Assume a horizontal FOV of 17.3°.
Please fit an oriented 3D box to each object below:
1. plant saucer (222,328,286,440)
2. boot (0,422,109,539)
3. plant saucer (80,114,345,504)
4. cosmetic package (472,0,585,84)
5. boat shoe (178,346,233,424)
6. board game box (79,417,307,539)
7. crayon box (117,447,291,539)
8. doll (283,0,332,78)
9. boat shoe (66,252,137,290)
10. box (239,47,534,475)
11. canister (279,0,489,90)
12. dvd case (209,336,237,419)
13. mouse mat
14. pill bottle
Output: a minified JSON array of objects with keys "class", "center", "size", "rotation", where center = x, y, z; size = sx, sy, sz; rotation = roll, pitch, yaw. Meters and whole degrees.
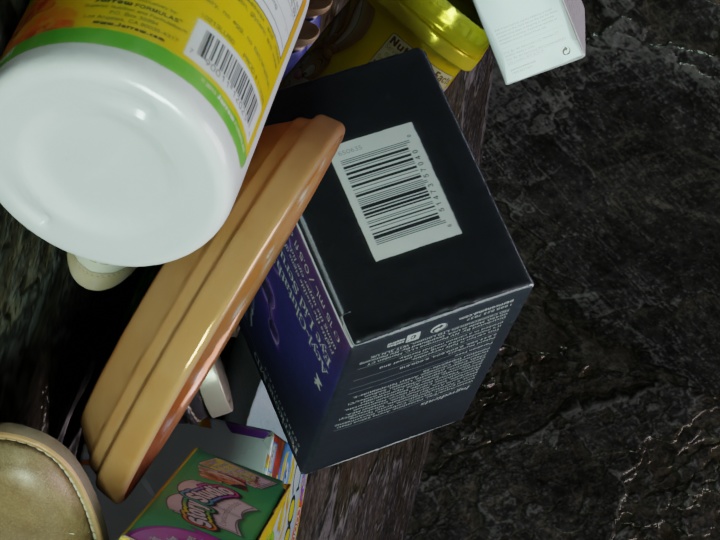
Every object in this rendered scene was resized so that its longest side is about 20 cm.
[{"class":"plant saucer","center":[-0.050,0.046,1.578],"size":[0.201,0.039,0.202],"rotation":[23,90,-79]},{"class":"boot","center":[-0.158,0.159,1.033],"size":[0.076,0.073,0.201],"rotation":[-58,162,-55]},{"class":"plant saucer","center":[-0.072,0.012,1.073],"size":[0.201,0.037,0.200],"rotation":[-59,179,-1]},{"class":"cosmetic package","center":[0.080,-0.198,1.350],"size":[0.200,0.051,0.151],"rotation":[-67,138,-76]},{"class":"boat shoe","center":[-0.111,0.038,1.264],"size":[0.200,0.062,0.073],"rotation":[-123,-167,-74]},{"class":"board game box","center":[-0.097,0.140,1.360],"size":[0.200,0.104,0.104],"rotation":[64,38,-80]},{"class":"crayon box","center":[-0.097,0.185,1.073],"size":[0.200,0.058,0.173],"rotation":[-54,168,-82]},{"class":"doll","center":[-0.048,-0.096,1.621],"size":[0.137,0.048,0.201],"rotation":[-69,168,-51]},{"class":"boat shoe","center":[-0.099,-0.074,1.150],"size":[0.065,0.072,0.200],"rotation":[110,-2,-46]},{"class":"box","center":[0.000,0.000,1.261],"size":[0.200,0.104,0.148],"rotation":[109,-40,-63]},{"class":"canister","center":[-0.011,-0.097,1.424],"size":[0.200,0.086,0.149],"rotation":[-49,-177,12]},{"class":"dvd case","center":[-0.113,0.151,1.590],"size":[0.150,0.025,0.201],"rotation":[-29,129,-81]},{"class":"mouse mat","center":[-0.102,-0.015,1.226],"size":[0.161,0.008,0.200],"rotation":[-56,-169,42]},{"class":"pill bottle","center":[-0.084,-0.107,1.016],"size":[0.200,0.111,0.111],"rotation":[-72,171,-45]}]
